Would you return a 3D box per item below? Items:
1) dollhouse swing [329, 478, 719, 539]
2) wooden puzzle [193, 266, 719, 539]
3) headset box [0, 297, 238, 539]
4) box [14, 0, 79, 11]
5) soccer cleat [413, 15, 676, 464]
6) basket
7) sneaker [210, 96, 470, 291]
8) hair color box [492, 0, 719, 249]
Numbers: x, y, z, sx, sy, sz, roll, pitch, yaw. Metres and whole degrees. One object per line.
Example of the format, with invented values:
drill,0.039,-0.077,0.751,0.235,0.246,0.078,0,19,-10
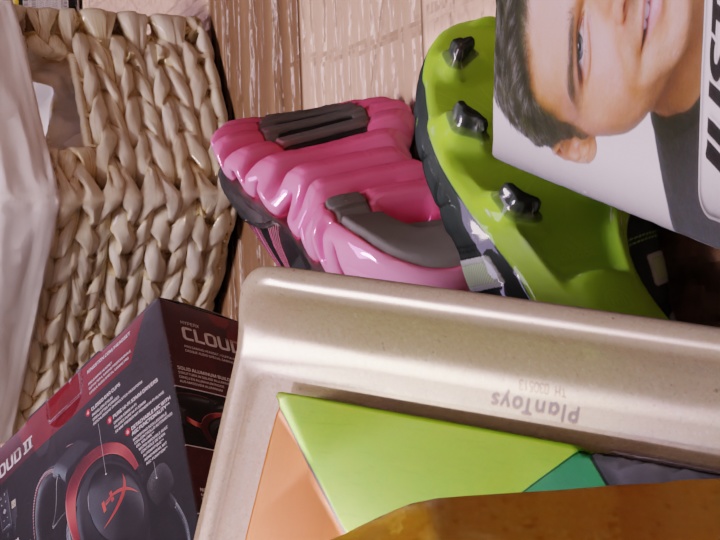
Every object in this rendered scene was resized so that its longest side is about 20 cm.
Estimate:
dollhouse swing,0.059,0.150,0.375,0.182,0.198,0.177,117,148,-57
wooden puzzle,0.025,0.106,0.523,0.184,0.037,0.202,8,85,33
headset box,-0.091,0.122,0.993,0.149,0.075,0.201,-42,46,33
box,-0.228,-0.116,1.564,0.200,0.049,0.161,162,104,-72
soccer cleat,0.054,0.015,0.610,0.081,0.067,0.201,107,152,-45
basket,-0.139,-0.024,1.147,0.201,0.122,0.136,108,154,-49
sneaker,0.000,0.000,0.795,0.200,0.078,0.096,-128,28,-65
hair color box,0.090,-0.059,0.493,0.200,0.060,0.100,-147,56,-70
